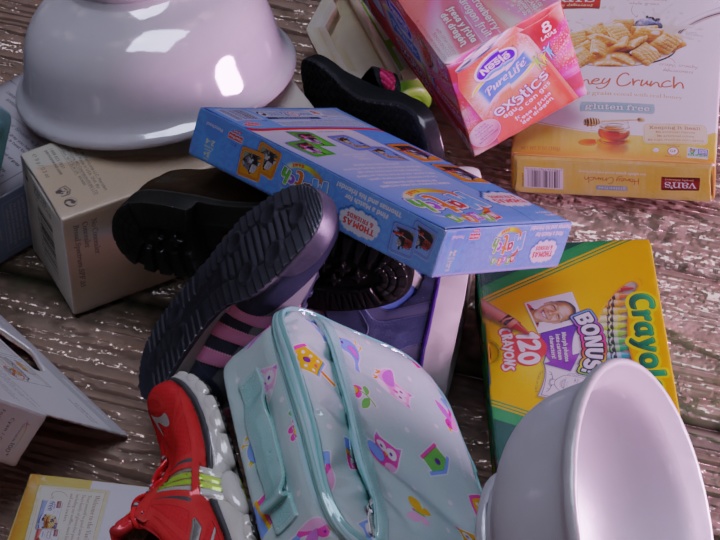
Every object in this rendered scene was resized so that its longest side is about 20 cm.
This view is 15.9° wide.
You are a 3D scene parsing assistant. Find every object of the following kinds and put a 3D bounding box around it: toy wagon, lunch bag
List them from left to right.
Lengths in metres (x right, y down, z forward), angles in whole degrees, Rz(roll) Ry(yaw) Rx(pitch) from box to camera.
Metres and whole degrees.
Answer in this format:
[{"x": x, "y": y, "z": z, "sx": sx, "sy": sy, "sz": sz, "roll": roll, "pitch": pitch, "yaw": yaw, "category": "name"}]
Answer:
[{"x": 0.000, "y": 0.122, "z": 1.531, "sx": 0.077, "sy": 0.160, "sz": 0.201, "roll": -41, "pitch": 43, "yaw": 23, "category": "lunch bag"}, {"x": 0.062, "y": -0.192, "z": 1.903, "sx": 0.199, "sy": 0.040, "sz": 0.156, "roll": -25, "pitch": 50, "yaw": -2, "category": "toy wagon"}]

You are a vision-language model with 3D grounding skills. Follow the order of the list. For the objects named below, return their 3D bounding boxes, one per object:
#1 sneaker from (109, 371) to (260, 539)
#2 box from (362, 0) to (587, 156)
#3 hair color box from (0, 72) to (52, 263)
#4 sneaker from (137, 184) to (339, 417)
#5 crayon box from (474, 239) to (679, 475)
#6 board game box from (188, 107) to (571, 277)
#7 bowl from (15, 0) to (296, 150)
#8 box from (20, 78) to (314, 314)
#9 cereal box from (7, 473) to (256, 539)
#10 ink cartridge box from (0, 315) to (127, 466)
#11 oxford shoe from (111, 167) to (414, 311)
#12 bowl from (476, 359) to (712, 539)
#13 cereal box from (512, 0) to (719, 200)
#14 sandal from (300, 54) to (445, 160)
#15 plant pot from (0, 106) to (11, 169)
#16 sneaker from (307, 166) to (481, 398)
[{"x": -0.109, "y": 0.137, "z": 1.527, "sx": 0.084, "sy": 0.077, "sz": 0.201, "roll": -14, "pitch": 41, "yaw": -6, "category": "sneaker"}, {"x": 0.065, "y": -0.193, "z": 1.810, "sx": 0.094, "sy": 0.103, "sz": 0.200, "roll": -29, "pitch": 49, "yaw": -5, "category": "box"}, {"x": -0.226, "y": -0.084, "z": 1.821, "sx": 0.199, "sy": 0.061, "sz": 0.099, "roll": -33, "pitch": 52, "yaw": -28, "category": "hair color box"}, {"x": -0.057, "y": 0.022, "z": 1.604, "sx": 0.082, "sy": 0.200, "sz": 0.071, "roll": 21, "pitch": 45, "yaw": -28, "category": "sneaker"}, {"x": 0.138, "y": 0.070, "z": 1.653, "sx": 0.118, "sy": 0.059, "sz": 0.201, "roll": -3, "pitch": 44, "yaw": -1, "category": "crayon box"}, {"x": 0.013, "y": -0.053, "z": 1.634, "sx": 0.199, "sy": 0.037, "sz": 0.151, "roll": 27, "pitch": 17, "yaw": 31, "category": "board game box"}, {"x": -0.147, "y": -0.169, "z": 1.769, "sx": 0.199, "sy": 0.091, "sz": 0.202, "roll": -6, "pitch": 31, "yaw": 4, "category": "bowl"}, {"x": -0.124, "y": -0.057, "z": 1.768, "sx": 0.199, "sy": 0.095, "sz": 0.078, "roll": -22, "pitch": 47, "yaw": -17, "category": "box"}, {"x": -0.119, "y": 0.195, "z": 1.546, "sx": 0.198, "sy": 0.040, "sz": 0.144, "roll": 7, "pitch": 43, "yaw": 8, "category": "cereal box"}, {"x": -0.268, "y": 0.053, "z": 1.649, "sx": 0.200, "sy": 0.176, "sz": 0.045, "roll": 39, "pitch": 98, "yaw": 34, "category": "ink cartridge box"}, {"x": -0.053, "y": -0.031, "z": 1.656, "sx": 0.199, "sy": 0.073, "sz": 0.085, "roll": 16, "pitch": 38, "yaw": 16, "category": "oxford shoe"}, {"x": 0.127, "y": 0.156, "z": 1.485, "sx": 0.090, "sy": 0.202, "sz": 0.202, "roll": -11, "pitch": 38, "yaw": 28, "category": "bowl"}, {"x": 0.187, "y": -0.133, "z": 1.861, "sx": 0.143, "sy": 0.040, "sz": 0.201, "roll": 2, "pitch": 45, "yaw": 8, "category": "cereal box"}, {"x": 0.016, "y": -0.106, "z": 1.799, "sx": 0.045, "sy": 0.076, "sz": 0.200, "roll": -23, "pitch": 25, "yaw": -22, "category": "sandal"}, {"x": -0.344, "y": -0.083, "z": 1.708, "sx": 0.198, "sy": 0.141, "sz": 0.142, "roll": 6, "pitch": 78, "yaw": 22, "category": "plant pot"}, {"x": 0.000, "y": 0.000, "z": 1.712, "sx": 0.145, "sy": 0.081, "sz": 0.201, "roll": 8, "pitch": 50, "yaw": 4, "category": "sneaker"}]
